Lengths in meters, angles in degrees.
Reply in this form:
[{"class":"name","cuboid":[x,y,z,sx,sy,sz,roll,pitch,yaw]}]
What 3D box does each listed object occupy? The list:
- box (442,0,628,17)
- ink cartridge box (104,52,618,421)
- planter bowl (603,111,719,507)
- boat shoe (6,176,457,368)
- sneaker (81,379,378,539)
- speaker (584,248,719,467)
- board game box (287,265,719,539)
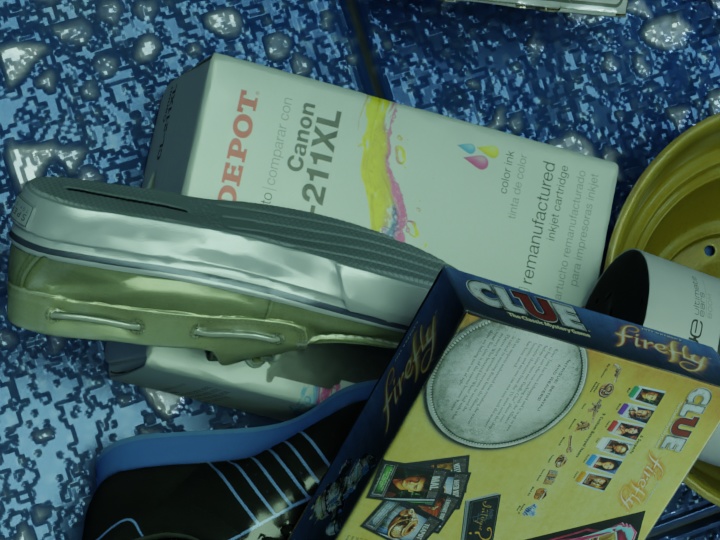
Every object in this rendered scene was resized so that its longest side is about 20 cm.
[{"class":"box","cuboid":[0.075,-0.221,1.131,0.117,0.060,0.200,-1,100,-37]},{"class":"ink cartridge box","cuboid":[0.000,0.000,1.115,0.200,0.083,0.146,14,81,-16]},{"class":"planter bowl","cuboid":[0.193,0.023,1.172,0.200,0.083,0.201,2,83,-17]},{"class":"boat shoe","cuboid":[-0.051,0.008,1.028,0.200,0.072,0.062,11,107,-11]},{"class":"sneaker","cuboid":[-0.026,0.104,1.055,0.200,0.070,0.078,-14,48,18]},{"class":"speaker","cuboid":[0.193,0.058,1.083,0.200,0.081,0.081,20,79,-14]},{"class":"board game box","cuboid":[0.050,0.103,1.017,0.135,0.035,0.200,17,117,-26]}]
